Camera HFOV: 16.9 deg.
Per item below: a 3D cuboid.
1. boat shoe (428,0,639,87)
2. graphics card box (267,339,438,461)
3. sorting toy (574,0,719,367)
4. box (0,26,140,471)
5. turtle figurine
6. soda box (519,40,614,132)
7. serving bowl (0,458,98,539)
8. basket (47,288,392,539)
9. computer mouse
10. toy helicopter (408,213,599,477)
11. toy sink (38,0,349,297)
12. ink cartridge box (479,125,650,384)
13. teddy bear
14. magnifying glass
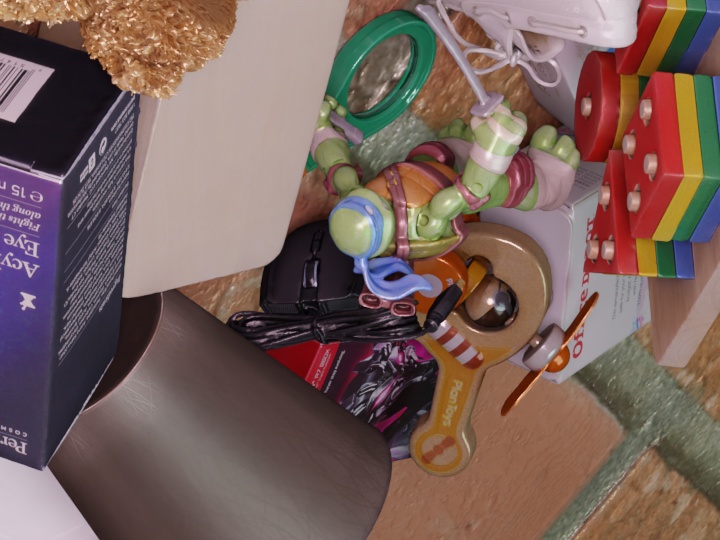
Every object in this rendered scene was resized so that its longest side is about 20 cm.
[{"bbox_3d":[0.098,-0.150,1.441,0.074,0.202,0.087,-17,105,-33],"label":"boat shoe"},{"bbox_3d":[-0.001,0.080,1.710,0.200,0.051,0.126,-6,127,-50],"label":"graphics card box"},{"bbox_3d":[0.179,-0.077,1.437,0.069,0.201,0.199,4,150,-9],"label":"sorting toy"},{"bbox_3d":[-0.201,-0.018,1.232,0.104,0.147,0.201,-62,165,-49],"label":"box"},{"bbox_3d":[0.042,-0.086,1.433,0.144,0.201,0.194,-29,170,30],"label":"turtle figurine"},{"bbox_3d":[0.138,-0.165,1.614,0.068,0.064,0.200,-45,149,-7],"label":"soda box"},{"bbox_3d":[-0.178,0.106,1.475,0.199,0.066,0.201,-17,117,-36],"label":"serving bowl"},{"bbox_3d":[-0.102,0.100,1.407,0.180,0.136,0.200,-45,127,-7],"label":"basket"},{"bbox_3d":[0.000,0.000,1.518,0.200,0.140,0.046,-49,134,-68],"label":"computer mouse"},{"bbox_3d":[0.082,0.058,1.646,0.079,0.132,0.201,-68,172,-58],"label":"toy helicopter"},{"bbox_3d":[-0.102,-0.106,1.328,0.130,0.112,0.201,-14,129,-44],"label":"toy sink"},{"bbox_3d":[0.171,-0.031,1.734,0.200,0.083,0.146,-29,133,-42],"label":"ink cartridge box"},{"bbox_3d":[-0.148,-0.167,1.163,0.200,0.146,0.067,29,136,-32],"label":"teddy bear"},{"bbox_3d":[-0.027,-0.085,1.533,0.200,0.022,0.080,-47,149,-8],"label":"magnifying glass"}]
